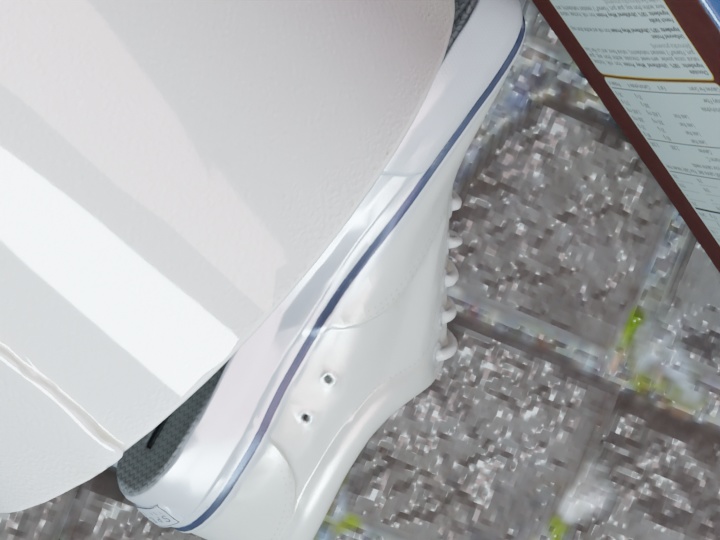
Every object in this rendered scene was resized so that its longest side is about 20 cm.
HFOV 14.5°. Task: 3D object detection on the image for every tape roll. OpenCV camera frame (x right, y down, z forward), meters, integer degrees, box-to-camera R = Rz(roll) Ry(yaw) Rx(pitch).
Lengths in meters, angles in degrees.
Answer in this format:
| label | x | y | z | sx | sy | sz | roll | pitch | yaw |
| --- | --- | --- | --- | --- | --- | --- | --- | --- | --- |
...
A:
| label | x | y | z | sx | sy | sz | roll | pitch | yaw |
| --- | --- | --- | --- | --- | --- | --- | --- | --- | --- |
| tape roll | -0.091 | -0.052 | 0.781 | 0.139 | 0.203 | 0.203 | 41 | 82 | -18 |

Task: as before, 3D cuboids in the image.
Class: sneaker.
| label | x | y | z | sx | sy | sz | roll | pitch | yaw |
| --- | --- | --- | --- | --- | --- | --- | --- | --- | --- |
| sneaker | 0.000 | 0.000 | 0.893 | 0.071 | 0.073 | 0.200 | 30 | 95 | -28 |

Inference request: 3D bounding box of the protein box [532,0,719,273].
| label | x | y | z | sx | sy | sz | roll | pitch | yaw |
| --- | --- | --- | --- | --- | --- | --- | --- | --- | --- |
| protein box | 0.188 | -0.092 | 0.904 | 0.198 | 0.135 | 0.200 | -39 | 106 | -11 |
